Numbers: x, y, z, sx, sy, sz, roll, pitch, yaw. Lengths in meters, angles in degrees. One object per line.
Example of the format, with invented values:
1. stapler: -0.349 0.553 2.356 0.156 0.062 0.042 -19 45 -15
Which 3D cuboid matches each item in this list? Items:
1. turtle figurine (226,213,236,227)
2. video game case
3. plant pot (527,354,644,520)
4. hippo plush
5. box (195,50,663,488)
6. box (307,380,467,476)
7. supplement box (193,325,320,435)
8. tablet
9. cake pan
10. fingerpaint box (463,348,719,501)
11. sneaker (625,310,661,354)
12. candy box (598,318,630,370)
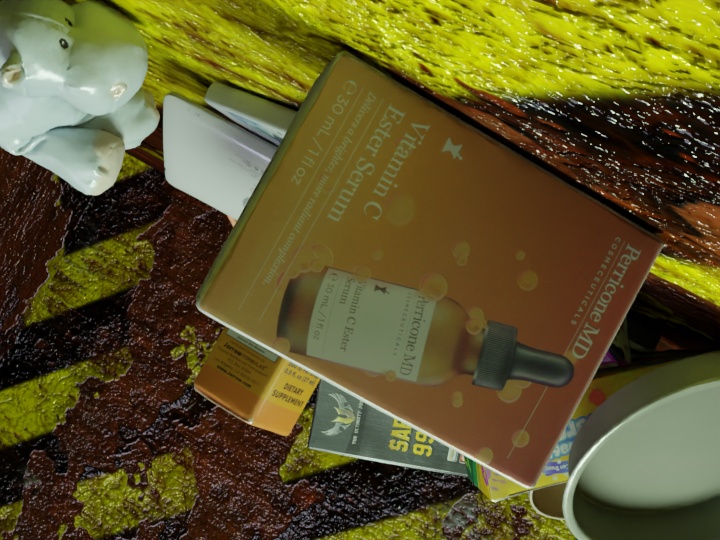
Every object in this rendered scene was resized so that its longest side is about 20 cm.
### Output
1. turtle figurine: -0.056 -0.050 1.176 0.200 0.064 0.161 34 -161 -22
2. video game case: -0.007 -0.081 0.953 0.200 0.022 0.182 26 177 45
3. plant pot: 0.250 0.151 1.234 0.200 0.200 0.135 31 -148 -45
4. hippo plush: -0.241 -0.169 0.913 0.200 0.160 0.161 15 151 -16
5. box: 0.032 0.000 0.649 0.200 0.152 0.106 29 177 -7
6. box: 0.045 0.078 1.101 0.158 0.200 0.048 11 -179 -4
7. supplement box: -0.044 0.023 0.917 0.069 0.200 0.067 26 176 30
8. tablet: -0.087 -0.070 1.032 0.200 0.014 0.130 29 148 10
9. cake pan: 0.232 0.128 0.823 0.200 0.200 0.037 31 -151 -35
10. fingerpaint box: 0.181 0.116 0.937 0.200 0.073 0.167 -14 176 -1
11. sneaker: 0.176 0.057 0.989 0.072 0.083 0.200 29 178 -18
12. candy box: 0.082 0.043 0.868 0.200 0.061 0.136 -10 159 25
